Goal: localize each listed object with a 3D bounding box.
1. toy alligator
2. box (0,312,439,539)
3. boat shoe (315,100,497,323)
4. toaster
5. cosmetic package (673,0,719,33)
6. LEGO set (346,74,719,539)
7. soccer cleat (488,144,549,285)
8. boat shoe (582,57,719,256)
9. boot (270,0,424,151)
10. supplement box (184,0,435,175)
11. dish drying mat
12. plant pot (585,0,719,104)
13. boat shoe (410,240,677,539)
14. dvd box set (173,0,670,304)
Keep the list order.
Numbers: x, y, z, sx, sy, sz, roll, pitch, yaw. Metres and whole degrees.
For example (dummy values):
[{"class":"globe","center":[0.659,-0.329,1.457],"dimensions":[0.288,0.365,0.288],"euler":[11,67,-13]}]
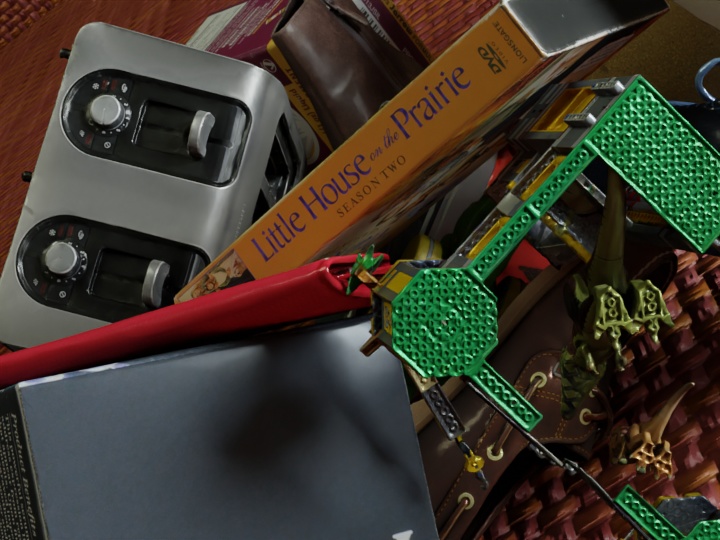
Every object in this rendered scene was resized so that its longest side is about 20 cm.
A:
[{"class":"toy alligator","center":[0.051,-0.003,0.738],"dimensions":[0.200,0.059,0.054],"euler":[-60,12,27]},{"class":"box","center":[-0.082,0.092,0.649],"dimensions":[0.148,0.107,0.200],"euler":[-10,-4,-26]},{"class":"boat shoe","center":[0.000,0.000,0.824],"dimensions":[0.072,0.071,0.201],"euler":[-109,40,-66]},{"class":"toaster","center":[-0.113,-0.013,0.888],"dimensions":[0.200,0.118,0.181],"euler":[76,-152,-74]},{"class":"cosmetic package","center":[0.219,-0.106,0.602],"dimensions":[0.104,0.200,0.073],"euler":[-44,-21,-13]},{"class":"LEGO set","center":[0.094,0.022,0.584],"dimensions":[0.154,0.200,0.116],"euler":[-57,11,-2]},{"class":"soccer cleat","center":[0.074,-0.011,0.843],"dimensions":[0.200,0.068,0.085],"euler":[-99,18,-46]},{"class":"boat shoe","center":[0.184,-0.045,0.695],"dimensions":[0.200,0.084,0.069],"euler":[13,63,35]},{"class":"boot","center":[-0.004,-0.073,0.939],"dimensions":[0.072,0.166,0.200],"euler":[-27,25,31]},{"class":"supplement box","center":[-0.049,-0.133,1.175],"dimensions":[0.200,0.131,0.103],"euler":[-9,37,54]},{"class":"dish drying mat","center":[-0.077,0.024,0.618],"dimensions":[0.199,0.018,0.077],"euler":[-15,-4,29]},{"class":"plant pot","center":[0.187,-0.138,0.775],"dimensions":[0.200,0.186,0.187],"euler":[-49,19,18]},{"class":"boat shoe","center":[0.075,0.063,0.701],"dimensions":[0.200,0.070,0.070],"euler":[-46,60,-5]},{"class":"dvd box set","center":[0.026,-0.050,0.667],"dimensions":[0.200,0.029,0.146],"euler":[-39,-6,32]}]
